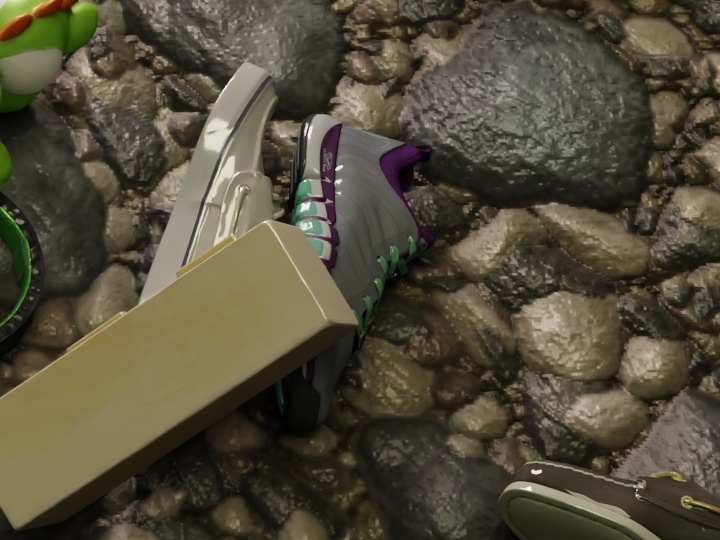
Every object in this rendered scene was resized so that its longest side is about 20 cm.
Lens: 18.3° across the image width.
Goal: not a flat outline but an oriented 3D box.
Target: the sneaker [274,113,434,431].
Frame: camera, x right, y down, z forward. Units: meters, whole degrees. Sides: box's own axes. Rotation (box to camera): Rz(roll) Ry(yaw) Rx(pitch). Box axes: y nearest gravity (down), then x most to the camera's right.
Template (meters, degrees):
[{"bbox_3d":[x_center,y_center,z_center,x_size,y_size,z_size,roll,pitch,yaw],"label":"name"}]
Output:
[{"bbox_3d":[0.000,0.000,1.275,0.087,0.075,0.201,8,61,-7],"label":"sneaker"}]

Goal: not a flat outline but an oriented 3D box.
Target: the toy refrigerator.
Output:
[{"bbox_3d":[-0.107,0.053,1.180,0.199,0.076,0.070,-33,81,9],"label":"toy refrigerator"}]

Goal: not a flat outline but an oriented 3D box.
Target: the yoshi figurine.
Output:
[{"bbox_3d":[-0.237,-0.105,1.279,0.111,0.113,0.200,14,34,38],"label":"yoshi figurine"}]

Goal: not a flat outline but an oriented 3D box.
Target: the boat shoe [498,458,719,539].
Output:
[{"bbox_3d":[0.173,0.147,1.216,0.200,0.072,0.061,24,58,-1],"label":"boat shoe"}]

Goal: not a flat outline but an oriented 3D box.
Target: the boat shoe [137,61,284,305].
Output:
[{"bbox_3d":[-0.076,-0.024,1.281,0.065,0.072,0.201,19,63,0],"label":"boat shoe"}]

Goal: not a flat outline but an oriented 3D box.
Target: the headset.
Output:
[{"bbox_3d":[-0.273,-0.004,1.237,0.199,0.094,0.124,-6,62,-21],"label":"headset"}]
